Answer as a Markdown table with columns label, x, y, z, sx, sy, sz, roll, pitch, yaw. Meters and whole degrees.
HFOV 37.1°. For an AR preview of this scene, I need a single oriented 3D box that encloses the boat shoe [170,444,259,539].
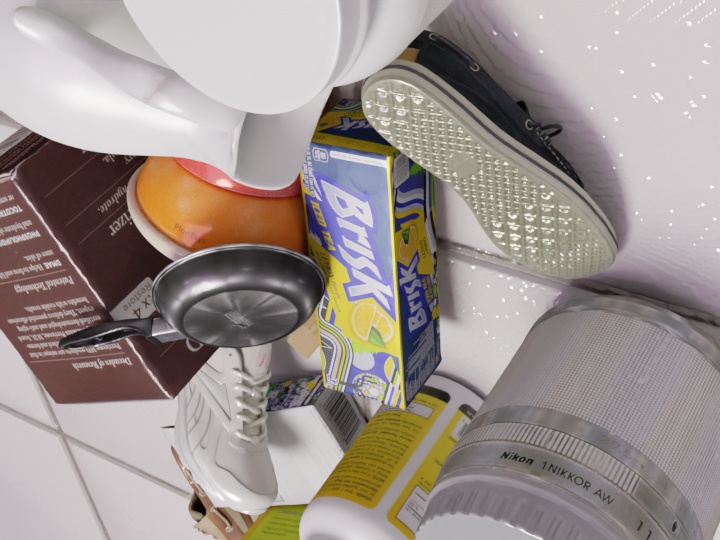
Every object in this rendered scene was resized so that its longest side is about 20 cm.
| label | x | y | z | sx | sy | sz | roll | pitch | yaw |
| --- | --- | --- | --- | --- | --- | --- | --- | --- | --- |
| boat shoe | -0.142 | 0.237 | 1.103 | 0.076 | 0.071 | 0.202 | -128 | 20 | -61 |

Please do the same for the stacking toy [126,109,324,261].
| label | x | y | z | sx | sy | sz | roll | pitch | yaw |
| --- | --- | --- | --- | --- | --- | --- | --- | --- | --- |
| stacking toy | -0.065 | -0.105 | 0.704 | 0.145 | 0.146 | 0.201 | 30 | 124 | 13 |

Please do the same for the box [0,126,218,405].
| label | x | y | z | sx | sy | sz | roll | pitch | yaw |
| --- | --- | --- | --- | --- | --- | --- | --- | --- | --- |
| box | -0.197 | -0.025 | 0.835 | 0.163 | 0.166 | 0.201 | -9 | 121 | 44 |

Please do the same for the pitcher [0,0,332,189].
| label | x | y | z | sx | sy | sz | roll | pitch | yaw |
| --- | --- | --- | --- | --- | --- | --- | --- | --- | --- |
| pitcher | -0.131 | -0.118 | 0.581 | 0.198 | 0.171 | 0.122 | 25 | 96 | 10 |

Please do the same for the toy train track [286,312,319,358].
| label | x | y | z | sx | sy | sz | roll | pitch | yaw |
| --- | --- | --- | --- | --- | --- | --- | --- | --- | --- |
| toy train track | 0.000 | 0.000 | 0.803 | 0.114 | 0.033 | 0.200 | 41 | 135 | 1 |

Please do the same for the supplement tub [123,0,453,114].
| label | x | y | z | sx | sy | sz | roll | pitch | yaw |
| --- | --- | --- | --- | --- | --- | --- | --- | --- | --- |
| supplement tub | -0.007 | -0.176 | 0.495 | 0.144 | 0.200 | 0.146 | 23 | 139 | 22 |

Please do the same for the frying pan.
| label | x | y | z | sx | sy | sz | roll | pitch | yaw |
| --- | --- | --- | --- | --- | --- | --- | --- | --- | --- |
| frying pan | -0.115 | 0.024 | 0.694 | 0.188 | 0.031 | 0.115 | -7 | 149 | -3 |

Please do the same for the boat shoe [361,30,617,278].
| label | x | y | z | sx | sy | sz | roll | pitch | yaw |
| --- | --- | --- | --- | --- | --- | --- | --- | --- | --- |
| boat shoe | 0.085 | -0.067 | 0.639 | 0.199 | 0.063 | 0.074 | 38 | 140 | -21 |

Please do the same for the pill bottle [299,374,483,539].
| label | x | y | z | sx | sy | sz | roll | pitch | yaw |
| --- | --- | --- | --- | --- | --- | --- | --- | --- | --- |
| pill bottle | 0.025 | 0.184 | 0.819 | 0.112 | 0.200 | 0.113 | 23 | 139 | 22 |

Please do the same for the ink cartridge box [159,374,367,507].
| label | x | y | z | sx | sy | sz | roll | pitch | yaw |
| --- | --- | --- | --- | --- | --- | --- | --- | --- | --- |
| ink cartridge box | -0.081 | 0.161 | 0.991 | 0.199 | 0.050 | 0.110 | -13 | 117 | 38 |

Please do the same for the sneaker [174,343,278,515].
| label | x | y | z | sx | sy | sz | roll | pitch | yaw |
| --- | --- | --- | --- | --- | --- | --- | --- | --- | --- |
| sneaker | -0.109 | 0.103 | 0.904 | 0.099 | 0.078 | 0.201 | -36 | 68 | 28 |

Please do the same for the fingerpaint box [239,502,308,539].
| label | x | y | z | sx | sy | sz | roll | pitch | yaw |
| --- | --- | --- | --- | --- | --- | --- | --- | --- | --- |
| fingerpaint box | -0.013 | 0.259 | 0.953 | 0.199 | 0.167 | 0.074 | -4 | 123 | 42 |

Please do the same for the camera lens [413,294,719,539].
| label | x | y | z | sx | sy | sz | roll | pitch | yaw |
| --- | --- | --- | --- | --- | --- | --- | --- | --- | --- |
| camera lens | 0.141 | 0.127 | 0.662 | 0.159 | 0.200 | 0.161 | 23 | 140 | 22 |

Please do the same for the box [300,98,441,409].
| label | x | y | z | sx | sy | sz | roll | pitch | yaw |
| --- | --- | --- | --- | --- | --- | --- | --- | --- | --- |
| box | 0.009 | -0.008 | 0.723 | 0.069 | 0.064 | 0.202 | 13 | 127 | 25 |
